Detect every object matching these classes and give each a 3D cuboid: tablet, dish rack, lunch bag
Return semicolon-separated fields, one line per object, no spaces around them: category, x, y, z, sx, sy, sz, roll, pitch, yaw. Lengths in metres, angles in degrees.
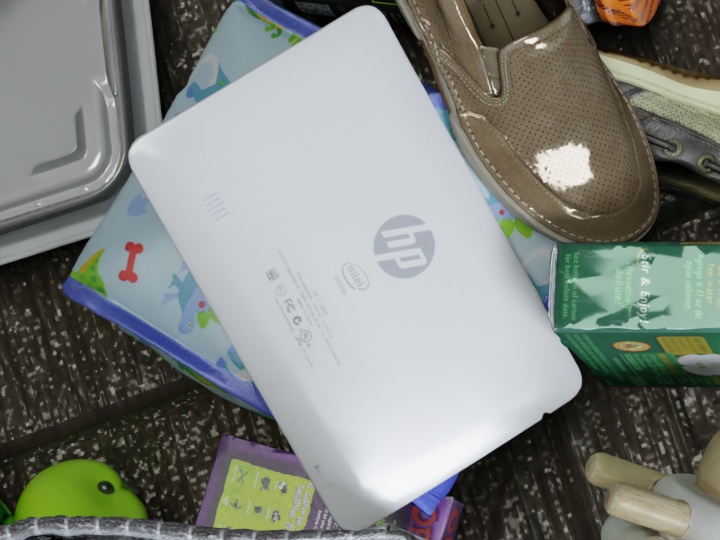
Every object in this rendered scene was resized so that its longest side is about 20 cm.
tablet;0.000;0.000;1.220;0.130;0.014;0.200;-31;102;-9
dish rack;-0.196;-0.085;1.371;0.200;0.044;0.172;-16;66;20
lunch bag;-0.007;-0.007;1.285;0.200;0.127;0.170;31;87;15

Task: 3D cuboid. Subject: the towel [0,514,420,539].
towel;-0.044;0.140;1.066;0.200;0.166;0.086;-4;74;13

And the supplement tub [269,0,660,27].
supplement tub;0.042;-0.172;1.303;0.200;0.123;0.123;9;82;17

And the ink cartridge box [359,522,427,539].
ink cartridge box;-0.050;0.181;1.221;0.200;0.145;0.084;-18;75;11

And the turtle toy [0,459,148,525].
turtle toy;-0.197;0.140;1.307;0.200;0.101;0.146;-15;86;-17

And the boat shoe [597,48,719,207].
boat shoe;0.127;-0.060;1.283;0.200;0.073;0.065;12;80;16

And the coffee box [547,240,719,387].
coffee box;0.192;0.020;1.226;0.200;0.123;0.044;-1;76;17

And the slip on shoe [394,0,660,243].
slip on shoe;0.071;-0.095;1.210;0.076;0.061;0.200;-32;98;-20

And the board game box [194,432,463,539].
board game box;-0.036;0.188;1.306;0.120;0.032;0.200;15;84;21

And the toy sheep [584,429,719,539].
toy sheep;0.147;0.157;1.209;0.138;0.138;0.200;23;101;18
